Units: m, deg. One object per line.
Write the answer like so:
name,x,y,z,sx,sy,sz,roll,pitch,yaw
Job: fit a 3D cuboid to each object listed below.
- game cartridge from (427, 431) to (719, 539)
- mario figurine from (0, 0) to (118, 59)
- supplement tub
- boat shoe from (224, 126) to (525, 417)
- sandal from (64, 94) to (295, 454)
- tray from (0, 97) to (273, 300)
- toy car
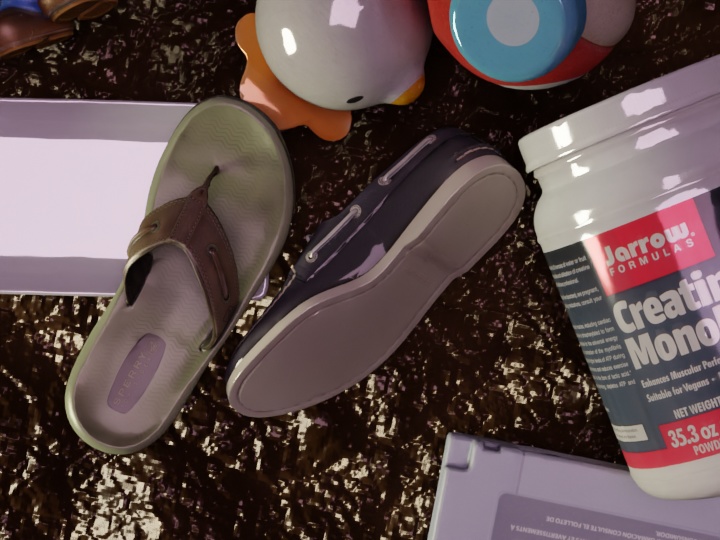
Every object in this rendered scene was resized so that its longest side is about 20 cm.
game cartridge,0.132,0.172,0.858,0.199,0.042,0.134,12,94,0
mario figurine,-0.212,-0.214,0.825,0.123,0.106,0.201,-25,89,3
supplement tub,0.173,0.003,0.804,0.140,0.140,0.201,-22,90,1
boat shoe,0.000,0.000,0.858,0.200,0.073,0.063,-42,47,6
sandal,-0.093,0.006,0.826,0.079,0.057,0.202,23,90,0
tray,-0.148,-0.039,0.867,0.198,0.022,0.108,2,89,1
toy car,0.021,-0.133,0.814,0.177,0.184,0.200,47,118,0
